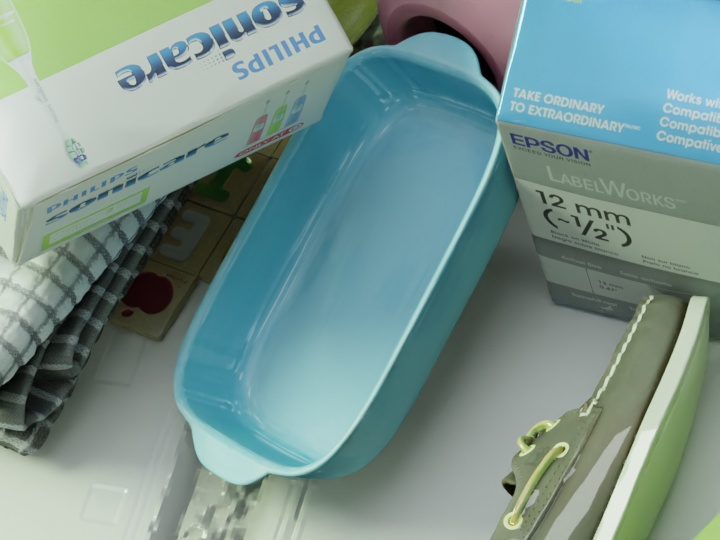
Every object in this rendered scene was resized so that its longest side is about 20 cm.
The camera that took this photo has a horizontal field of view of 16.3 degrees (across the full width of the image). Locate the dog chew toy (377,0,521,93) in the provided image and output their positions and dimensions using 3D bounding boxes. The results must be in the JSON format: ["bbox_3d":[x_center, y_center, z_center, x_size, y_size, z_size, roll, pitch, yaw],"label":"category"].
[{"bbox_3d":[0.099,-0.148,1.077,0.124,0.125,0.200,30,61,29],"label":"dog chew toy"}]

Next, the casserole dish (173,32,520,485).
[{"bbox_3d":[0.000,0.000,1.017,0.121,0.039,0.200,25,85,49],"label":"casserole dish"}]

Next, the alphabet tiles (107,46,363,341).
[{"bbox_3d":[-0.082,-0.064,1.136,0.166,0.006,0.200,20,66,25],"label":"alphabet tiles"}]

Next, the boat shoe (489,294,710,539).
[{"bbox_3d":[0.080,0.092,0.955,0.060,0.072,0.202,17,68,19],"label":"boat shoe"}]

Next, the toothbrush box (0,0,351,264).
[{"bbox_3d":[-0.118,-0.128,0.996,0.145,0.086,0.200,-27,80,-15],"label":"toothbrush box"}]

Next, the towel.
[{"bbox_3d":[-0.182,-0.024,1.086,0.200,0.086,0.166,22,62,22],"label":"towel"}]

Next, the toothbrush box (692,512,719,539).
[{"bbox_3d":[0.204,0.125,0.891,0.200,0.086,0.146,-44,58,-13],"label":"toothbrush box"}]

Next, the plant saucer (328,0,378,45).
[{"bbox_3d":[-0.075,-0.170,1.104,0.200,0.031,0.200,3,81,-20],"label":"plant saucer"}]

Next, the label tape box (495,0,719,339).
[{"bbox_3d":[0.130,-0.047,0.950,0.143,0.200,0.066,14,65,22],"label":"label tape box"}]
